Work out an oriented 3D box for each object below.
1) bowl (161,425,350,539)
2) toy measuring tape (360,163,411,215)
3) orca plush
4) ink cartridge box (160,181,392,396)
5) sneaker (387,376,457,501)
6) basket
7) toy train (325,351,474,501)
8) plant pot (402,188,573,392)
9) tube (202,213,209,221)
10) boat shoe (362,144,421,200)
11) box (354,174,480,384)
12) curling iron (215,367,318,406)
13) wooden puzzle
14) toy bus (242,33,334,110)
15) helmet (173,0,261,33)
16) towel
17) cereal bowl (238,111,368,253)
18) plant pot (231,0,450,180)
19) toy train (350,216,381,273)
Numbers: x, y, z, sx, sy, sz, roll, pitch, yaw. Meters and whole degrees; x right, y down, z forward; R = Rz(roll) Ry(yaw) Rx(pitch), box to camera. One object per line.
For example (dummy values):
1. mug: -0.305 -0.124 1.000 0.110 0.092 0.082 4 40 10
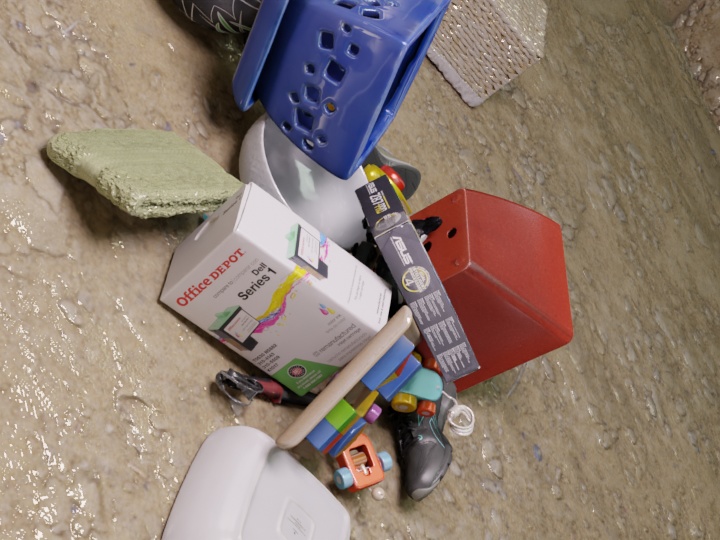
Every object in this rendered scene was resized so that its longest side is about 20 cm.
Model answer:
1. bowl: -0.087 0.264 1.180 0.200 0.075 0.200 49 35 -22
2. toy measuring tape: 0.034 -0.089 1.612 0.200 0.073 0.074 55 23 -58
3. orca plush: 0.030 0.004 1.469 0.105 0.200 0.071 36 -12 35
4. ink cartridge box: -0.089 0.023 1.267 0.200 0.145 0.084 36 38 -21
5. sneaker: 0.066 0.196 1.462 0.079 0.075 0.200 33 34 -17
6. basket: 0.204 -0.428 2.036 0.200 0.161 0.199 46 34 -26
7. toy train: 0.030 0.179 1.391 0.200 0.056 0.151 -21 77 -34
8. plant pot: 0.141 0.010 1.567 0.176 0.200 0.200 36 40 -36
9. tube: -0.101 0.002 1.389 0.200 0.050 0.078 30 21 -35
10. boat shoe: 0.000 -0.149 1.630 0.202 0.075 0.065 15 19 -46
11. box: 0.062 0.007 1.348 0.161 0.049 0.200 -103 167 -67
12. curling iron: -0.090 0.138 1.308 0.050 0.026 0.200 43 10 32
13. wooden puzzle: 0.001 0.129 1.239 0.046 0.185 0.200 43 -5 10
14. toy bus: -0.036 -0.305 1.578 0.136 0.192 0.200 -20 81 -56
15. helmet: -0.156 -0.388 1.476 0.200 0.200 0.191 1 85 -54
16. towel: -0.218 -0.103 1.256 0.148 0.037 0.200 34 22 23
17. cereal bowl: -0.077 -0.098 1.460 0.200 0.083 0.201 34 41 -35
18. plant pot: -0.029 -0.256 1.396 0.179 0.200 0.200 28 35 2
19. toy train: 0.000 0.000 1.417 0.046 0.034 0.200 67 40 -59
